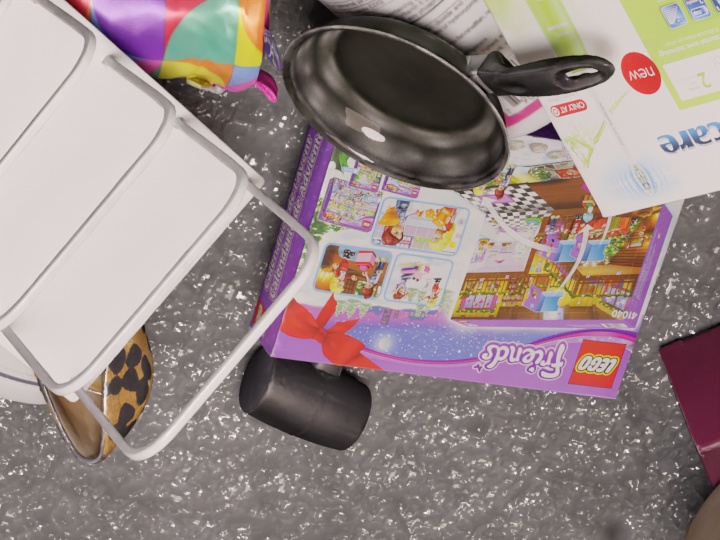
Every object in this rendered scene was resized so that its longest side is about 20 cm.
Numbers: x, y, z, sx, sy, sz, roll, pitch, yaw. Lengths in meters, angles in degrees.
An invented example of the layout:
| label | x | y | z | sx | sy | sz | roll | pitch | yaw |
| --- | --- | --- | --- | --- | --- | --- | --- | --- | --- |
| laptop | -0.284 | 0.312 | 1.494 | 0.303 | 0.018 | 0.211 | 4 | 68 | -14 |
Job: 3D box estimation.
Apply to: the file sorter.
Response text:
| label | x | y | z | sx | sy | sz | roll | pitch | yaw |
| --- | --- | --- | --- | --- | --- | --- | --- | --- | --- |
| file sorter | -0.138 | -0.035 | 1.310 | 0.200 | 0.124 | 0.139 | 41 | 89 | -27 |

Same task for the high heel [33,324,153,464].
| label | x | y | z | sx | sy | sz | roll | pitch | yaw |
| --- | --- | --- | --- | --- | --- | --- | --- | --- | --- |
| high heel | -0.155 | -0.002 | 1.399 | 0.071 | 0.143 | 0.200 | -11 | 152 | 25 |

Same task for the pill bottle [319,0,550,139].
| label | x | y | z | sx | sy | sz | roll | pitch | yaw |
| --- | --- | --- | --- | --- | --- | --- | --- | --- | --- |
| pill bottle | 0.025 | -0.161 | 1.386 | 0.113 | 0.114 | 0.200 | -41 | 118 | 16 |

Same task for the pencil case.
| label | x | y | z | sx | sy | sz | roll | pitch | yaw |
| --- | --- | --- | --- | --- | --- | --- | --- | --- | --- |
| pencil case | -0.134 | -0.124 | 1.401 | 0.199 | 0.089 | 0.089 | 3 | 120 | -8 |

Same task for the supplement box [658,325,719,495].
| label | x | y | z | sx | sy | sz | roll | pitch | yaw |
| --- | --- | --- | --- | --- | --- | --- | --- | --- | --- |
| supplement box | 0.258 | 0.117 | 1.597 | 0.130 | 0.103 | 0.201 | -23 | 121 | 7 |

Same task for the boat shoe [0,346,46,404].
| label | x | y | z | sx | sy | sz | roll | pitch | yaw |
| --- | --- | --- | --- | --- | --- | --- | --- | --- | --- |
| boat shoe | -0.199 | -0.008 | 1.461 | 0.200 | 0.072 | 0.066 | 40 | 136 | -20 |

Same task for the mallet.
| label | x | y | z | sx | sy | sz | roll | pitch | yaw |
| --- | --- | --- | --- | --- | --- | --- | --- | --- | --- |
| mallet | 0.000 | 0.000 | 1.527 | 0.066 | 0.041 | 0.201 | 15 | 113 | -21 |

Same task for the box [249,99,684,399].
| label | x | y | z | sx | sy | sz | roll | pitch | yaw |
| --- | --- | --- | --- | --- | --- | --- | --- | --- | --- |
| box | 0.057 | -0.013 | 1.498 | 0.199 | 0.039 | 0.138 | 8 | 112 | -24 |

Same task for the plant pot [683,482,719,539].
| label | x | y | z | sx | sy | sz | roll | pitch | yaw |
| --- | --- | --- | --- | --- | --- | --- | --- | --- | --- |
| plant pot | 0.271 | 0.197 | 1.486 | 0.199 | 0.174 | 0.201 | -4 | 122 | -7 |

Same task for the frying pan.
| label | x | y | z | sx | sy | sz | roll | pitch | yaw |
| --- | --- | --- | --- | --- | --- | --- | --- | --- | --- |
| frying pan | 0.032 | -0.091 | 1.341 | 0.115 | 0.031 | 0.190 | 32 | 151 | -8 |

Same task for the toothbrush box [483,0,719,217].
| label | x | y | z | sx | sy | sz | roll | pitch | yaw |
| --- | --- | --- | --- | --- | --- | --- | --- | --- | --- |
| toothbrush box | 0.130 | -0.138 | 1.299 | 0.145 | 0.086 | 0.201 | -12 | 114 | 50 |
